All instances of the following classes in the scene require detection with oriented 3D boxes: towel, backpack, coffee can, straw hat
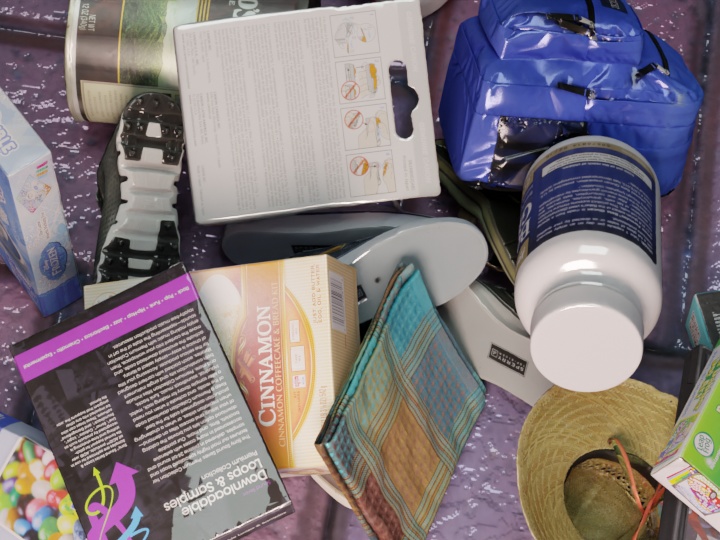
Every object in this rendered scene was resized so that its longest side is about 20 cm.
[{"bbox_3d":[0.035,0.110,1.397,0.022,0.147,0.201,-11,34,31],"label":"towel"},{"bbox_3d":[0.181,-0.144,1.544,0.198,0.169,0.163,9,32,-9],"label":"backpack"},{"bbox_3d":[-0.140,-0.190,1.598,0.198,0.147,0.147,5,57,3],"label":"coffee can"},{"bbox_3d":[0.183,0.180,1.399,0.199,0.085,0.203,12,61,-22],"label":"straw hat"}]

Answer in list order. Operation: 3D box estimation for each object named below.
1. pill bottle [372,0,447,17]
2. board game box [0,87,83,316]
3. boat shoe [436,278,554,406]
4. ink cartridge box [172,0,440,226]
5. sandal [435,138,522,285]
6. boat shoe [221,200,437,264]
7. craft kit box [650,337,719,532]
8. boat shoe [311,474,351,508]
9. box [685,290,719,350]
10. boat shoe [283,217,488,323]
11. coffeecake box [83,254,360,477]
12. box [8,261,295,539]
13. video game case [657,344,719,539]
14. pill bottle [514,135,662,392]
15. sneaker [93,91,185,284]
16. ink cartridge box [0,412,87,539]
[{"bbox_3d":[0.004,-0.327,1.710,0.110,0.111,0.200,-35,65,-21],"label":"pill bottle"},{"bbox_3d":[-0.301,-0.092,1.500,0.043,0.200,0.200,-31,62,-19],"label":"board game box"},{"bbox_3d":[0.119,0.054,1.499,0.199,0.071,0.063,35,30,29],"label":"boat shoe"},{"bbox_3d":[-0.043,-0.127,1.502,0.198,0.050,0.164,-7,90,-1],"label":"ink cartridge box"},{"bbox_3d":[0.111,-0.038,1.560,0.079,0.058,0.201,7,32,-33],"label":"sandal"},{"bbox_3d":[-0.011,-0.046,1.558,0.200,0.075,0.087,0,54,11],"label":"boat shoe"},{"bbox_3d":[0.334,0.135,1.393,0.197,0.048,0.200,41,53,-7],"label":"craft kit box"},{"bbox_3d":[-0.055,0.108,1.458,0.199,0.060,0.072,36,64,20],"label":"boat shoe"},{"bbox_3d":[0.369,0.051,1.509,0.198,0.049,0.083,-8,58,-6],"label":"box"},{"bbox_3d":[0.000,0.000,1.492,0.199,0.071,0.091,-22,22,-1],"label":"boat shoe"},{"bbox_3d":[-0.102,0.079,1.404,0.198,0.073,0.155,-7,78,18],"label":"coffeecake box"},{"bbox_3d":[-0.149,0.113,1.336,0.142,0.036,0.201,-25,68,-2],"label":"box"},{"bbox_3d":[0.309,0.177,1.398,0.180,0.026,0.201,25,57,-15],"label":"video game case"},{"bbox_3d":[0.172,-0.004,1.414,0.110,0.112,0.201,7,37,3],"label":"pill bottle"},{"bbox_3d":[-0.185,-0.043,1.541,0.066,0.090,0.202,7,88,-19],"label":"sneaker"},{"bbox_3d":[-0.239,0.184,1.381,0.199,0.042,0.120,24,101,16],"label":"ink cartridge box"}]
